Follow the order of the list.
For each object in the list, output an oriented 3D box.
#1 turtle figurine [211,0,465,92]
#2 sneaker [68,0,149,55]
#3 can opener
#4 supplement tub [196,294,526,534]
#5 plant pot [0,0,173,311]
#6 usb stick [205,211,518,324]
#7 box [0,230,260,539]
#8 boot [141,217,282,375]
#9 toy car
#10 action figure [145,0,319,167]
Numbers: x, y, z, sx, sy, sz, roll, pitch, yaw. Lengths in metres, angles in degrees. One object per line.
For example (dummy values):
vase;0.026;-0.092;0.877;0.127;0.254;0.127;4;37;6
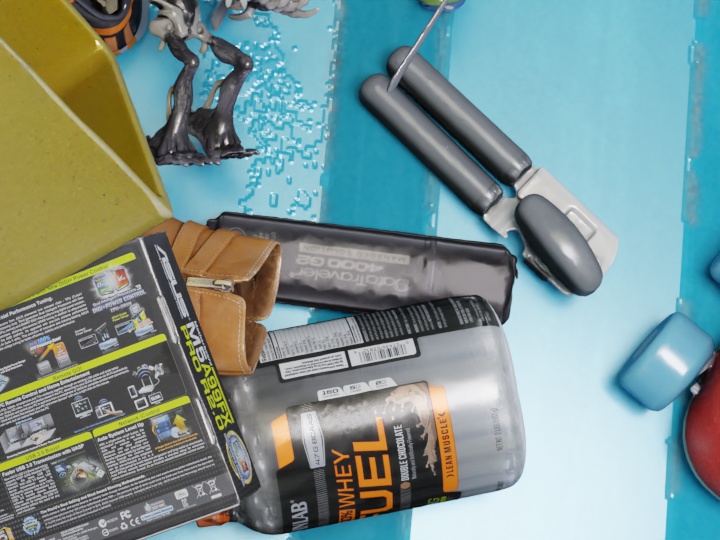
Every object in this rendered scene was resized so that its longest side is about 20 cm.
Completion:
turtle figurine;0.020;-0.225;1.297;0.200;0.144;0.194;-17;126;-20
sneaker;-0.172;-0.239;1.327;0.078;0.112;0.200;-17;83;-7
can opener;0.085;-0.065;1.350;0.200;0.066;0.053;44;77;8
supplement tub;-0.009;0.089;1.287;0.200;0.123;0.123;-11;83;-6
plant pot;-0.254;-0.079;1.182;0.200;0.194;0.196;-37;127;9
usb stick;0.000;0.000;1.347;0.200;0.033;0.055;7;88;-4
box;-0.177;0.086;1.212;0.200;0.044;0.160;-21;90;14
boot;-0.122;-0.016;1.283;0.155;0.074;0.200;-3;65;17
toy car;0.284;0.063;1.276;0.184;0.200;0.177;42;80;2
action figure;-0.085;-0.164;1.269;0.102;0.119;0.200;5;99;33
